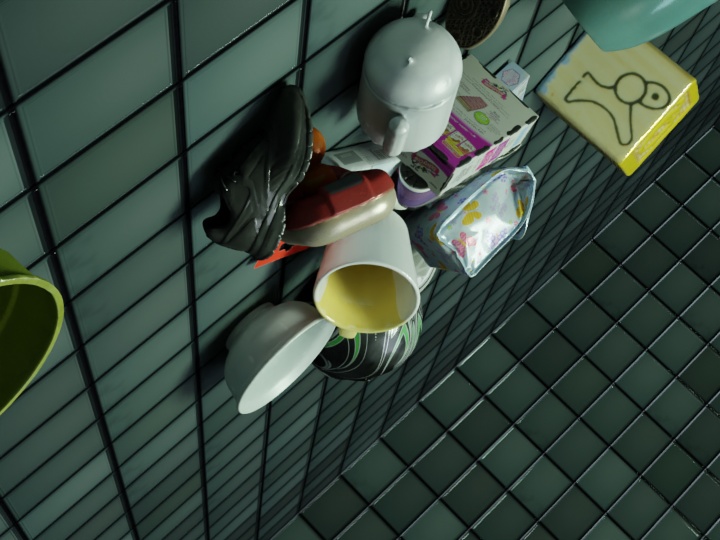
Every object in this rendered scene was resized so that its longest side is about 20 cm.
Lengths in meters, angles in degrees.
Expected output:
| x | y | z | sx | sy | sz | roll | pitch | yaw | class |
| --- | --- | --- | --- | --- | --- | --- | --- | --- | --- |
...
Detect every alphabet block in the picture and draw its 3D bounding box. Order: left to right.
| x | y | z | sx | sy | sz | roll | pitch | yaw | class |
| --- | --- | --- | --- | --- | --- | --- | --- | --- | --- |
| 0.452 | -0.307 | 2.103 | 0.195 | 0.200 | 0.196 | -49 | 166 | 12 | alphabet block |

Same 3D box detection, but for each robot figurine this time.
| x | y | z | sx | sy | sz | roll | pitch | yaw | class |
| --- | --- | --- | --- | --- | --- | --- | --- | --- | --- |
| 0.056 | -0.215 | 1.396 | 0.200 | 0.113 | 0.170 | 102 | -3 | -64 | robot figurine |

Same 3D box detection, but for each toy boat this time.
| x | y | z | sx | sy | sz | roll | pitch | yaw | class |
| --- | --- | --- | --- | --- | --- | --- | --- | --- | --- |
| -0.051 | -0.106 | 1.387 | 0.130 | 0.131 | 0.200 | -25 | -169 | -17 | toy boat |

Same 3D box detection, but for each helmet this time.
| x | y | z | sx | sy | sz | roll | pitch | yaw | class |
| --- | --- | --- | --- | --- | --- | --- | --- | --- | --- |
| 0.006 | 0.070 | 1.923 | 0.191 | 0.200 | 0.200 | -35 | 175 | 37 | helmet |

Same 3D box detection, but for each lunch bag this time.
| x | y | z | sx | sy | sz | roll | pitch | yaw | class |
| --- | --- | --- | --- | --- | --- | --- | --- | --- | --- |
| 0.191 | -0.093 | 1.991 | 0.200 | 0.127 | 0.170 | -46 | -162 | -12 | lunch bag |

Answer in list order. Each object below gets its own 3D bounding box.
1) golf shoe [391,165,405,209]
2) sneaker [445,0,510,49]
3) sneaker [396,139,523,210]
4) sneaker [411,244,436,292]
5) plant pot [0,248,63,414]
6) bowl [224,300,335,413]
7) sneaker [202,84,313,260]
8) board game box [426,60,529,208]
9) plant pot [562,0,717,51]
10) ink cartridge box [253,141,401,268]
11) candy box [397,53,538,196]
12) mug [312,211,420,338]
| x | y | z | sx | sy | sz | roll | pitch | yaw | class |
| --- | --- | --- | --- | --- | --- | --- | --- | --- | --- |
| 0.090 | -0.166 | 1.718 | 0.200 | 0.075 | 0.091 | -52 | 161 | 19 | golf shoe |
| 0.173 | -0.352 | 1.445 | 0.075 | 0.070 | 0.200 | -33 | 162 | -44 | sneaker |
| 0.133 | -0.149 | 1.689 | 0.200 | 0.076 | 0.088 | -24 | 157 | -20 | sneaker |
| 0.056 | 0.028 | 2.142 | 0.201 | 0.076 | 0.115 | -48 | 168 | 16 | sneaker |
| -0.330 | 0.015 | 0.762 | 0.200 | 0.193 | 0.200 | -43 | 165 | -14 | plant pot |
| -0.137 | 0.112 | 1.793 | 0.201 | 0.090 | 0.201 | -43 | 165 | -14 | bowl |
| -0.111 | -0.107 | 1.295 | 0.091 | 0.076 | 0.200 | 12 | 108 | -23 | sneaker |
| 0.172 | -0.210 | 1.890 | 0.199 | 0.041 | 0.200 | -42 | 166 | -15 | board game box |
| 0.356 | -0.395 | 1.628 | 0.161 | 0.201 | 0.201 | -37 | 169 | 18 | plant pot |
| -0.043 | -0.080 | 1.618 | 0.200 | 0.047 | 0.160 | -56 | 163 | 28 | ink cartridge box |
| 0.126 | -0.197 | 1.602 | 0.200 | 0.136 | 0.061 | -33 | 163 | -40 | candy box |
| -0.002 | -0.007 | 1.734 | 0.186 | 0.149 | 0.153 | -33 | -143 | 32 | mug |
